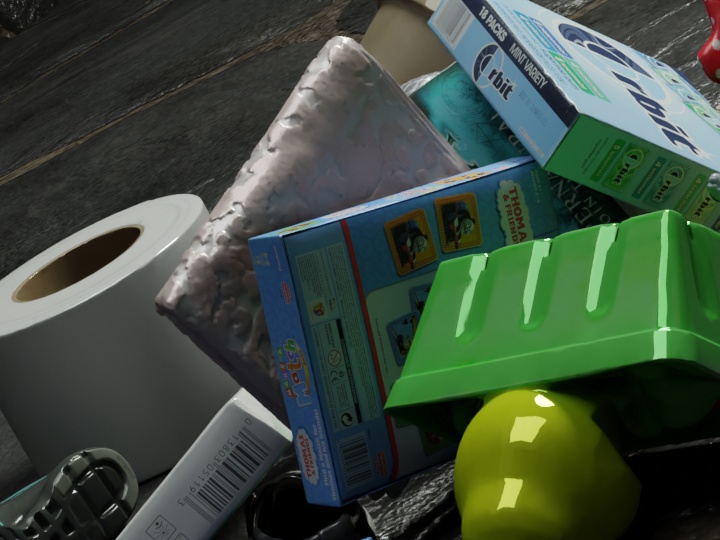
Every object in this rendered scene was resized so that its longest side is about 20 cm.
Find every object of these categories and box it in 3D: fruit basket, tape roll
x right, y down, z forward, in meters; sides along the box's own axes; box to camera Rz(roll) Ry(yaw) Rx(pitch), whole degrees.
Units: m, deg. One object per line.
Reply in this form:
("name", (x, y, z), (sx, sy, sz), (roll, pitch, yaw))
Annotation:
("fruit basket", (0.116, 0.084, 1.259), (0.215, 0.155, 0.216), (-19, 61, 38))
("tape roll", (-0.172, 0.053, 1.740), (0.202, 0.139, 0.203), (-26, 17, 9))

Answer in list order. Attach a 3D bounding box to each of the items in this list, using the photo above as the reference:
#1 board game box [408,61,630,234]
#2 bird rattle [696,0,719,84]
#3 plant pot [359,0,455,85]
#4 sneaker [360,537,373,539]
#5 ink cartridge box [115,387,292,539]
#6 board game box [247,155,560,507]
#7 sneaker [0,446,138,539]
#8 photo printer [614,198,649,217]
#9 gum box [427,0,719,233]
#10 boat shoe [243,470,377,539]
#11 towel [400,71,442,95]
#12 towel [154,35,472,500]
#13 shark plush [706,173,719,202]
("board game box", (0.087, -0.027, 1.486), (0.135, 0.200, 0.028), (-36, -10, -25))
("bird rattle", (0.261, -0.079, 1.385), (0.163, 0.201, 0.112), (-9, 1, -45))
("plant pot", (0.053, -0.107, 1.825), (0.174, 0.200, 0.200), (-48, 20, -8))
("sneaker", (-0.030, 0.179, 1.247), (0.200, 0.066, 0.079), (-7, 37, 39))
("ink cartridge box", (-0.104, 0.144, 1.462), (0.161, 0.050, 0.200), (-51, -2, 1))
("board game box", (0.039, 0.030, 1.357), (0.200, 0.152, 0.037), (-18, 8, -37))
("sneaker", (-0.227, 0.190, 1.568), (0.200, 0.076, 0.079), (-34, 3, -42))
("photo printer", (0.090, -0.003, 1.611), (0.200, 0.070, 0.166), (-9, 27, 49))
("gum box", (0.157, -0.094, 1.477), (0.045, 0.200, 0.170), (-56, 39, 20))
("boat shoe", (-0.032, 0.145, 1.377), (0.074, 0.060, 0.200), (-29, 17, -4))
("towel", (-0.008, -0.032, 1.589), (0.165, 0.086, 0.200), (-22, 32, 38))
("towel", (0.000, 0.000, 1.377), (0.032, 0.191, 0.200), (-8, 44, 55))
("shark plush", (0.271, -0.016, 1.242), (0.091, 0.083, 0.200), (-29, 41, -20))
